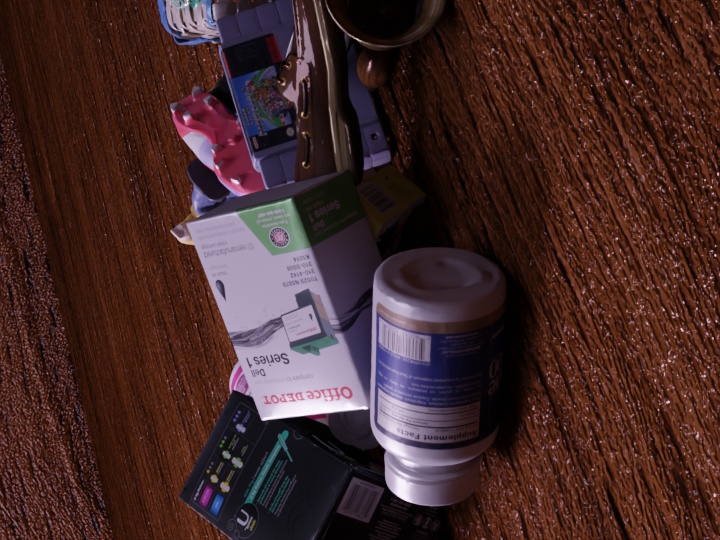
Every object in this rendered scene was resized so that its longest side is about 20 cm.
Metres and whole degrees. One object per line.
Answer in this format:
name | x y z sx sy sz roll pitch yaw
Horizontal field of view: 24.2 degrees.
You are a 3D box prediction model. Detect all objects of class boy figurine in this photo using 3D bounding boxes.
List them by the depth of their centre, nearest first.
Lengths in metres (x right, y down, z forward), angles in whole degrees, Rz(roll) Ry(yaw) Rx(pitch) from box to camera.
boy figurine | -0.151 -0.060 1.845 0.065 0.124 0.200 54 162 23

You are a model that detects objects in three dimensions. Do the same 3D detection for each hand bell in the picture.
hand bell | 0.016 -0.207 1.489 0.200 0.104 0.105 101 156 -74

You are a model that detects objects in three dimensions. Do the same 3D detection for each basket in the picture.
basket | -0.159 -0.334 1.822 0.200 0.138 0.177 -163 72 -65

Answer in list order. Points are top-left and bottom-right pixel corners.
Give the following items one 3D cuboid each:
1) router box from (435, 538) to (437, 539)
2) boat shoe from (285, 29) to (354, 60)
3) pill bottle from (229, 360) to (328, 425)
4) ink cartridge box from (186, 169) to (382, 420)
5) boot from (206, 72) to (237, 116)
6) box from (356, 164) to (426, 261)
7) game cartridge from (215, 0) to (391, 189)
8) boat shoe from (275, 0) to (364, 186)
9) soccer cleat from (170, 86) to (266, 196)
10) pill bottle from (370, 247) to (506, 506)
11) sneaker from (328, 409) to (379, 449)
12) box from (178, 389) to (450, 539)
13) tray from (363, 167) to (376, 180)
router box | 0.054 0.373 1.660 0.200 0.049 0.180 109 147 -54
boat shoe | -0.020 -0.258 1.534 0.200 0.075 0.060 -59 12 32
pill bottle | -0.062 0.175 1.814 0.200 0.113 0.114 -119 27 -45
ink cartridge box | -0.050 0.026 1.499 0.146 0.084 0.201 -11 103 43
boot | -0.091 -0.219 1.763 0.078 0.139 0.200 48 146 -21
box | -0.008 -0.003 1.564 0.050 0.075 0.200 40 136 15
game cartridge | -0.059 -0.175 1.617 0.038 0.129 0.201 84 169 -64
boat shoe | -0.045 -0.169 1.492 0.072 0.067 0.201 -64 -34 -74
soccer cleat | -0.127 -0.117 1.687 0.200 0.067 0.077 43 169 46
pill bottle | 0.064 0.091 1.403 0.111 0.110 0.201 -129 34 -56
sneaker | 0.022 0.070 1.586 0.081 0.076 0.201 -45 -21 -58
box | -0.046 0.220 1.592 0.200 0.148 0.125 27 90 48
tray | 0.000 0.000 1.671 0.099 0.037 0.201 -121 28 -49
